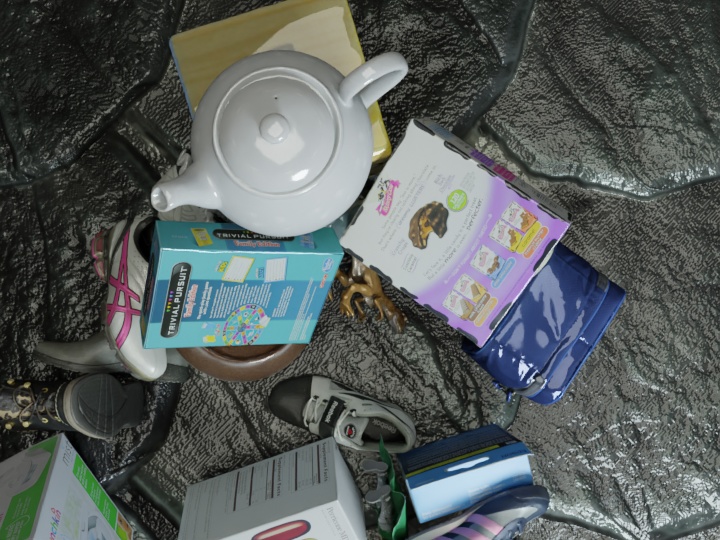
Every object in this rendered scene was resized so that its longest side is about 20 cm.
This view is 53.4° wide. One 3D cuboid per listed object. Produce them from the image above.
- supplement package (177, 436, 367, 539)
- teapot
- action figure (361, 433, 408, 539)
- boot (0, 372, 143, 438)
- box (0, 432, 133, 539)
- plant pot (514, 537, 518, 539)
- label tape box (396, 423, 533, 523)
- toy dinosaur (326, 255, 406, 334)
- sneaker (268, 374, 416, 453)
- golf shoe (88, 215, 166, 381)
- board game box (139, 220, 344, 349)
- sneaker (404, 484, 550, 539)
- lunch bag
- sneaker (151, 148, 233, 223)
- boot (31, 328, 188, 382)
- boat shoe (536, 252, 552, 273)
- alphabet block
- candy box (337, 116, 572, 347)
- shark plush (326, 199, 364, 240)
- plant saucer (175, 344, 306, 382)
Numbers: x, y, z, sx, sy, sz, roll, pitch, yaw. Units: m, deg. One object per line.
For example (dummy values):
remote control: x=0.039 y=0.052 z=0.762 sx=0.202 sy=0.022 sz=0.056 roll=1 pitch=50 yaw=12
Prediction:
supplement package: x=-0.103 y=0.305 z=0.867 sx=0.199 sy=0.110 sz=0.114 roll=-21 pitch=117 yaw=5
teapot: x=-0.073 y=-0.128 z=0.689 sx=0.196 sy=0.146 sz=0.201 roll=15 pitch=89 yaw=-3
action figure: x=0.036 y=0.310 z=0.887 sx=0.054 sy=0.119 sz=0.201 roll=-9 pitch=132 yaw=3
boot: x=-0.355 y=0.158 z=0.844 sx=0.149 sy=0.200 sz=0.074 roll=-1 pitch=83 yaw=2
box: x=-0.350 y=0.320 z=0.815 sx=0.096 sy=0.200 sz=0.177 roll=-25 pitch=112 yaw=-4
plant pot: x=0.133 y=0.453 z=0.876 sx=0.176 sy=0.200 sz=0.201 roll=-16 pitch=91 yaw=8
label tape box: x=0.125 y=0.246 z=0.861 sx=0.142 sy=0.200 sz=0.067 roll=-17 pitch=88 yaw=-2
toy dinosaur: x=0.000 y=0.000 z=0.905 sx=0.106 sy=0.060 sz=0.201 roll=-37 pitch=124 yaw=-29
sneaker: x=-0.022 y=0.185 z=0.912 sx=0.199 sy=0.089 sz=0.075 roll=13 pitch=91 yaw=-2
golf shoe: x=-0.260 y=0.029 z=0.851 sx=0.092 sy=0.073 sz=0.201 roll=-23 pitch=74 yaw=17
board game box: x=-0.136 y=0.018 z=0.802 sx=0.199 sy=0.047 sz=0.152 roll=1 pitch=133 yaw=-26
sneaker: x=0.136 y=0.317 z=0.811 sx=0.199 sy=0.082 sz=0.070 roll=-29 pitch=136 yaw=4
lunch bag: x=0.228 y=0.074 z=0.898 sx=0.132 sy=0.136 sz=0.201 roll=33 pitch=87 yaw=-2
sneaker: x=-0.201 y=-0.058 z=0.880 sx=0.081 sy=0.075 sz=0.201 roll=-34 pitch=54 yaw=7
boot: x=-0.306 y=0.070 z=0.916 sx=0.198 sy=0.068 sz=0.132 roll=7 pitch=80 yaw=-5
boat shoe: x=0.142 y=-0.006 z=0.876 sx=0.062 sy=0.199 sz=0.075 roll=48 pitch=49 yaw=-23
alphabet block: x=-0.090 y=-0.188 z=0.854 sx=0.199 sy=0.195 sz=0.198 roll=-18 pitch=93 yaw=-4
candy box: x=0.102 y=-0.045 z=0.793 sx=0.199 sy=0.072 sz=0.168 roll=36 pitch=112 yaw=7
shark plush: x=-0.008 y=-0.048 z=0.932 sx=0.199 sy=0.091 sz=0.084 roll=-6 pitch=91 yaw=-29
plant saucer: x=-0.149 y=0.039 z=0.906 sx=0.199 sy=0.034 sz=0.202 roll=2 pitch=82 yaw=-15
